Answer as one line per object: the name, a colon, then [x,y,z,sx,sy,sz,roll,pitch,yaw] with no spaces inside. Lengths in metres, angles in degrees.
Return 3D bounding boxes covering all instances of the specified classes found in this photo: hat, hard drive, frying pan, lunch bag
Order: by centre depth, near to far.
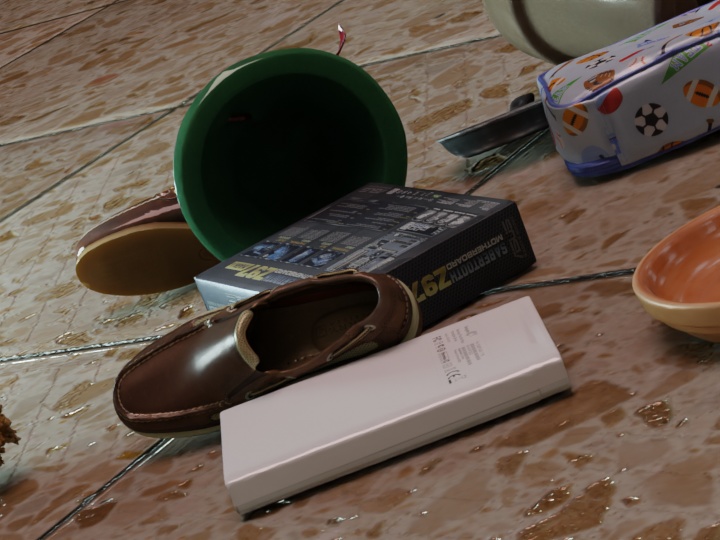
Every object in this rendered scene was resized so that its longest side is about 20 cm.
hard drive: [0.017,0.076,1.453,0.200,0.026,0.132,-21,15,1]
lunch bag: [0.230,-0.141,1.818,0.200,0.076,0.160,-21,13,5]
hat: [-0.062,-0.084,1.871,0.200,0.166,0.176,-16,8,-16]
frying pan: [0.108,-0.114,1.966,0.115,0.031,0.190,-22,2,-9]

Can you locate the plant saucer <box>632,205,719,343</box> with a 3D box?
plant saucer: [0.253,-0.009,1.407,0.200,0.038,0.200,-19,15,5]

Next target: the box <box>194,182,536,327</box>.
box: [0.000,0.000,1.686,0.158,0.051,0.200,-28,18,-24]

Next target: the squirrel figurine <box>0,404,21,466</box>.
squirrel figurine: [-0.323,0.112,1.590,0.200,0.142,0.187,-30,24,-20]

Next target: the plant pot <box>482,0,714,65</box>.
plant pot: [0.222,-0.244,2.006,0.200,0.201,0.175,-29,34,-24]

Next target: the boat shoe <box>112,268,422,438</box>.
boat shoe: [-0.066,0.044,1.531,0.202,0.075,0.075,-23,-19,10]

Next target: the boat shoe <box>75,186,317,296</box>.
boat shoe: [-0.122,-0.037,1.915,0.200,0.070,0.070,-13,46,1]
